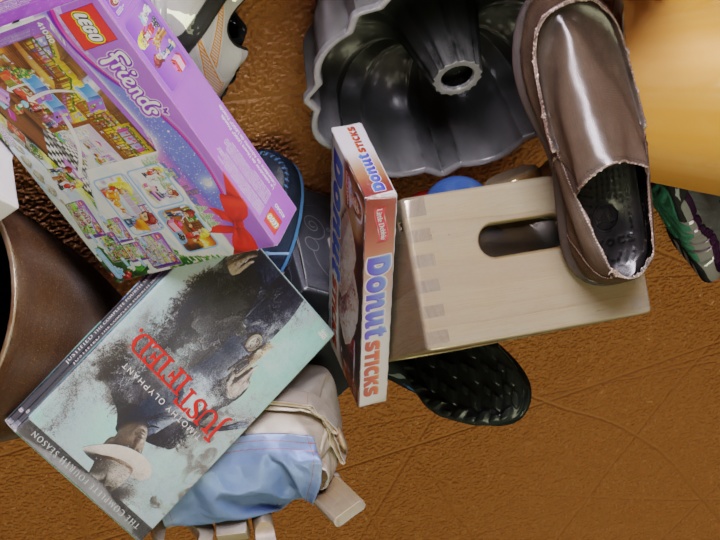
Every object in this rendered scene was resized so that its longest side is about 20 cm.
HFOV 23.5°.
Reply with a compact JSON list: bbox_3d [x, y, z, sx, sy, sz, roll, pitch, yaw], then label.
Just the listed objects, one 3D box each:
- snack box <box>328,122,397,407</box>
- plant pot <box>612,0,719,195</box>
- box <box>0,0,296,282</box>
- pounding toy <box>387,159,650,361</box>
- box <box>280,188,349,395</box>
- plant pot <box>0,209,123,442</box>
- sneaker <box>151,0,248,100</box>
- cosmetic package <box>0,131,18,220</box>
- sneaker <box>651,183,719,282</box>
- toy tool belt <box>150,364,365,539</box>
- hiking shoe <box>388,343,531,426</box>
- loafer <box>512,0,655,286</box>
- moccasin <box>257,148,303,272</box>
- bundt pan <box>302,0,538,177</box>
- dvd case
[{"bbox_3d":[0.000,0.000,1.160,0.024,0.072,0.200,-12,137,-13],"label":"snack box"},{"bbox_3d":[0.265,-0.127,1.171,0.183,0.200,0.200,-1,146,4],"label":"plant pot"},{"bbox_3d":[-0.148,-0.085,1.059,0.137,0.039,0.200,-11,128,34],"label":"box"},{"bbox_3d":[0.105,-0.024,1.205,0.200,0.142,0.184,-10,177,-14],"label":"pounding toy"},{"bbox_3d":[-0.067,0.041,1.325,0.122,0.106,0.200,15,134,-38],"label":"box"},{"bbox_3d":[-0.248,0.042,1.207,0.187,0.187,0.200,-32,157,21],"label":"plant pot"},{"bbox_3d":[-0.108,-0.120,1.105,0.080,0.074,0.200,-10,146,-13],"label":"sneaker"},{"bbox_3d":[-0.318,-0.045,1.091,0.200,0.108,0.085,-34,141,21],"label":"cosmetic package"},{"bbox_3d":[0.279,-0.063,1.373,0.088,0.074,0.200,-36,153,4],"label":"sneaker"},{"bbox_3d":[-0.103,0.149,1.259,0.200,0.123,0.125,-12,143,-1],"label":"toy tool belt"},{"bbox_3d":[0.067,0.069,1.333,0.087,0.200,0.074,16,96,-44],"label":"hiking shoe"},{"bbox_3d":[0.150,-0.082,1.063,0.073,0.071,0.200,-21,108,-10],"label":"loafer"},{"bbox_3d":[-0.104,0.005,1.210,0.200,0.080,0.068,-64,153,-1],"label":"moccasin"},{"bbox_3d":[0.053,-0.152,1.124,0.202,0.076,0.202,-12,147,-8],"label":"bundt pan"},{"bbox_3d":[-0.123,0.071,1.167,0.200,0.022,0.146,-45,130,-9],"label":"dvd case"}]
